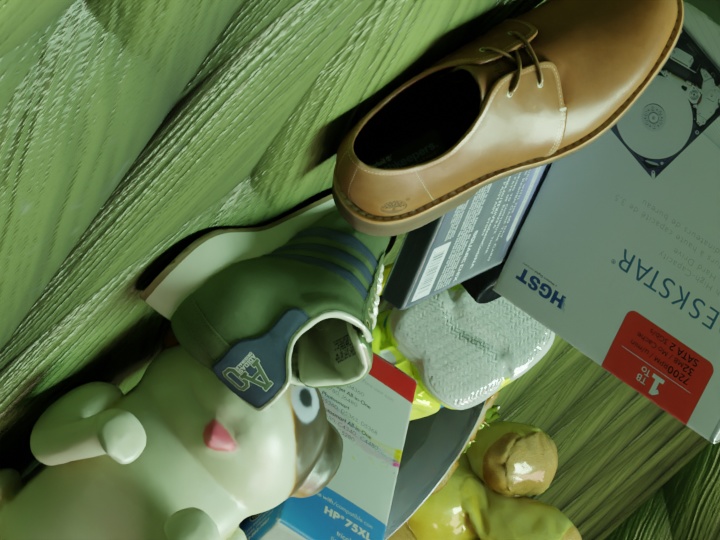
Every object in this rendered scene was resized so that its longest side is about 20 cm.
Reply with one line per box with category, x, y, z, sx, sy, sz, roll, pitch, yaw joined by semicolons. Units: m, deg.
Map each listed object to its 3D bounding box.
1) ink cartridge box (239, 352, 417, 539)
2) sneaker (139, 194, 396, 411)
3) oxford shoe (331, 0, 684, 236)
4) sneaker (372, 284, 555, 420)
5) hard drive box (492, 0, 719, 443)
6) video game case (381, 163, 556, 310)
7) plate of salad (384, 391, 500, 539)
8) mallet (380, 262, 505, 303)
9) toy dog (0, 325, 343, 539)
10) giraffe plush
ink cartridge box;-0.032;0.115;1.571;0.116;0.067;0.200;-46;-162;37
sneaker;-0.025;0.020;1.396;0.067;0.090;0.200;-45;167;28
oxford shoe;0.076;-0.088;1.350;0.200;0.071;0.071;-35;163;-12
sneaker;0.021;0.061;1.723;0.199;0.076;0.105;-19;175;-3
hard drive box;0.185;-0.037;1.501;0.077;0.156;0.201;-20;138;-56
video game case;0.093;-0.064;1.503;0.200;0.019;0.143;-25;143;-54
plate of salad;0.024;0.130;1.883;0.200;0.048;0.200;-43;-160;20
mallet;0.000;0.000;1.554;0.199;0.066;0.041;-14;156;-30
toy dog;-0.102;0.116;1.422;0.200;0.140;0.194;-41;169;4
giraffe plush;0.037;0.170;2.024;0.162;0.201;0.173;-7;146;-35
